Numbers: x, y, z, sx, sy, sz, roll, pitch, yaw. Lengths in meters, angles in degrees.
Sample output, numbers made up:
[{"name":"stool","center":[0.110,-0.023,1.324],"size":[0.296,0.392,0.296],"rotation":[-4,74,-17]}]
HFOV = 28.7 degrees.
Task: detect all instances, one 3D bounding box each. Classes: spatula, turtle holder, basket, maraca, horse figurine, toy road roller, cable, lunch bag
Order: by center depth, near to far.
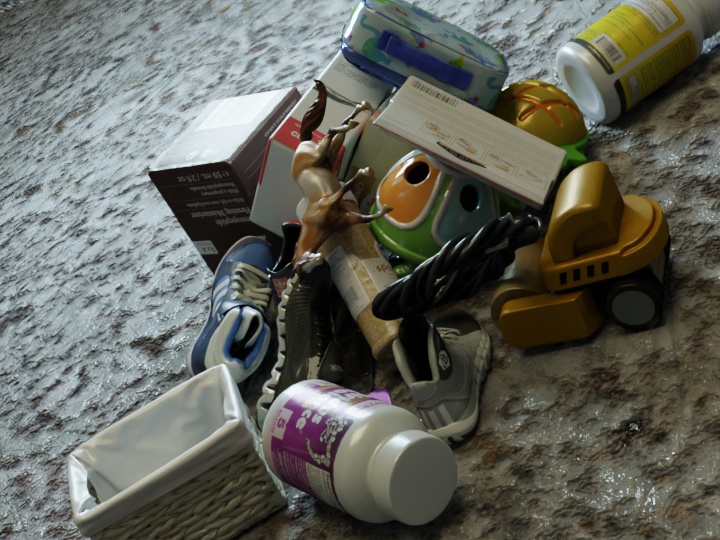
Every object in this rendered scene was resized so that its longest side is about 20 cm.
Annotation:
[{"name":"cable","center":[0.086,0.009,1.404],"size":[0.163,0.051,0.200],"rotation":[-25,-8,-47]},{"name":"toy road roller","center":[0.214,-0.022,1.424],"size":[0.198,0.147,0.123],"rotation":[-15,31,28]},{"name":"basket","center":[-0.187,0.216,1.457],"size":[0.199,0.124,0.136],"rotation":[-31,28,1]},{"name":"horse figurine","center":[-0.034,-0.101,1.510],"size":[0.132,0.050,0.202],"rotation":[-33,58,36]},{"name":"spatula","center":[0.005,0.120,1.531],"size":[0.056,0.021,0.201],"rotation":[-20,28,7]},{"name":"turtle holder","center":[0.106,-0.067,1.595],"size":[0.141,0.184,0.133],"rotation":[-94,23,-58]},{"name":"lunch bag","center":[0.074,-0.254,1.662],"size":[0.161,0.198,0.083],"rotation":[-89,24,-71]},{"name":"maraca","center":[0.209,-0.164,1.690],"size":[0.135,0.108,0.201],"rotation":[5,27,0]}]

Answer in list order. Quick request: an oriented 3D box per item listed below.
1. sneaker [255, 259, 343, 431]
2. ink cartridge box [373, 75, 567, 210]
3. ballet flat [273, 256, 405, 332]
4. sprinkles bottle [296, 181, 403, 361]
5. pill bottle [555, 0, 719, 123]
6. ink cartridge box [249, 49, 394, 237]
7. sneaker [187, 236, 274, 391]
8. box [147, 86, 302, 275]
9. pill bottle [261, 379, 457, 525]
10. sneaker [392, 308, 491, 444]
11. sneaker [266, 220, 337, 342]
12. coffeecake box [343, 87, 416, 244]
[{"name":"sneaker","center":[-0.049,0.088,1.520],"size":[0.090,0.066,0.202],"rotation":[14,91,33]},{"name":"ink cartridge box","center":[0.115,-0.127,1.518],"size":[0.045,0.198,0.176],"rotation":[-66,-5,29]},{"name":"ballet flat","center":[-0.014,0.039,1.651],"size":[0.198,0.075,0.075],"rotation":[-16,31,30]},{"name":"sprinkles bottle","center":[0.000,0.000,1.549],"size":[0.068,0.068,0.201],"rotation":[-29,69,1]},{"name":"pill bottle","center":[0.350,-0.281,1.747],"size":[0.199,0.113,0.112],"rotation":[-35,28,-9]},{"name":"ink cartridge box","center":[-0.044,-0.149,1.702],"size":[0.083,0.145,0.201],"rotation":[27,49,7]},{"name":"sneaker","center":[-0.130,0.044,1.663],"size":[0.146,0.080,0.202],"rotation":[-17,48,62]},{"name":"box","center":[-0.136,-0.107,1.845],"size":[0.165,0.201,0.165],"rotation":[-3,38,42]},{"name":"pill bottle","center":[0.000,0.176,1.351],"size":[0.112,0.113,0.199],"rotation":[-43,30,-23]},{"name":"sneaker","center":[0.080,0.074,1.434],"size":[0.074,0.116,0.201],"rotation":[-21,30,18]},{"name":"sneaker","center":[-0.073,0.038,1.597],"size":[0.074,0.084,0.202],"rotation":[-11,67,29]},{"name":"coffeecake box","center":[0.048,-0.146,1.740],"size":[0.073,0.154,0.200],"rotation":[27,33,6]}]
